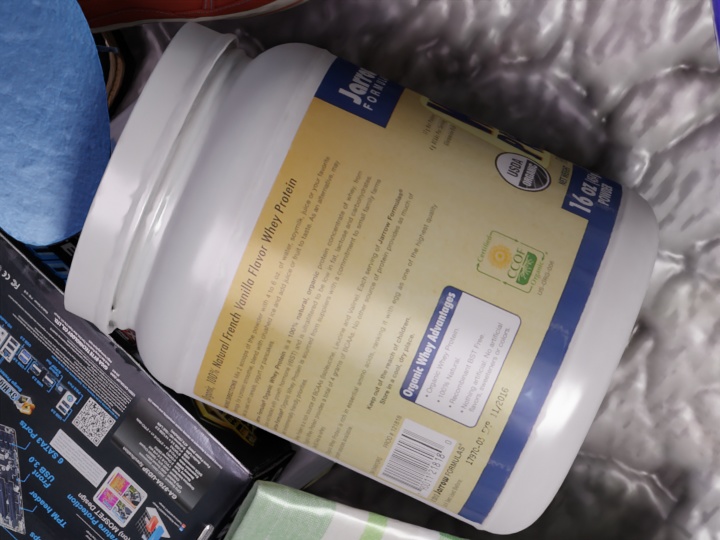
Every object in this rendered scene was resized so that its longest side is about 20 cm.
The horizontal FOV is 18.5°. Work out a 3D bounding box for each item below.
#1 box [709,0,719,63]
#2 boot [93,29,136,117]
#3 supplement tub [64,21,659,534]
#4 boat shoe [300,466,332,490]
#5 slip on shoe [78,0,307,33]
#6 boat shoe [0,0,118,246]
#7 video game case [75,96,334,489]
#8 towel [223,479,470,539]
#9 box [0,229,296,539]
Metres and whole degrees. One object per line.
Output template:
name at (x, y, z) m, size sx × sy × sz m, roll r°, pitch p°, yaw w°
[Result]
box at (0.223, -0.139, 0.684) m, size 0.198 × 0.184 × 0.106 m, roll 0°, pitch 110°, yaw 26°
boot at (-0.204, -0.049, 0.960) m, size 0.199 × 0.138 × 0.078 m, roll -28°, pitch 93°, yaw 30°
supplement tub at (0.000, 0.000, 0.852) m, size 0.199 × 0.145 × 0.145 m, roll 24°, pitch 119°, yaw 0°
boat shoe at (-0.098, 0.110, 1.011) m, size 0.200 × 0.066 × 0.072 m, roll -29°, pitch 94°, yaw 32°
slip on shoe at (-0.070, -0.139, 0.888) m, size 0.198 × 0.061 × 0.075 m, roll -9°, pitch 73°, yaw 23°
boat shoe at (-0.146, -0.107, 0.861) m, size 0.083 × 0.069 × 0.202 m, roll -18°, pitch 91°, yaw -12°
video game case at (-0.116, 0.051, 0.975) m, size 0.200 × 0.022 × 0.183 m, roll -38°, pitch 69°, yaw 26°
towel at (0.032, 0.145, 0.907) m, size 0.198 × 0.024 × 0.153 m, roll 16°, pitch 144°, yaw -11°
box at (-0.148, 0.068, 0.928) m, size 0.200 × 0.046 × 0.159 m, roll 42°, pitch 113°, yaw 9°
